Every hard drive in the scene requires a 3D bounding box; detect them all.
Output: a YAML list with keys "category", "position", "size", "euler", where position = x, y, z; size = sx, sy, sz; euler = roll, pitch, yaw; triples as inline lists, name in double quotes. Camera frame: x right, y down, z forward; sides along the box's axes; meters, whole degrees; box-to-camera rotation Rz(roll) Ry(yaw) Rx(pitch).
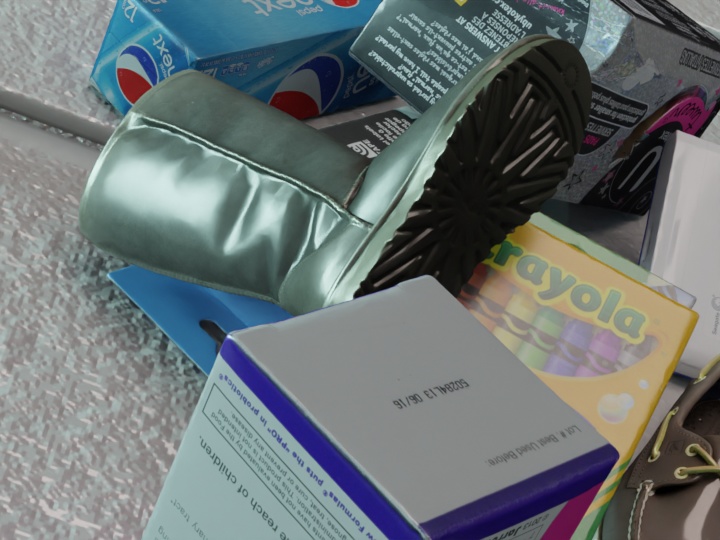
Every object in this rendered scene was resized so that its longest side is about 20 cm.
- category: "hard drive"
  position: [0.248, 0.016, 1.103]
  size: [0.198, 0.025, 0.133]
  euler: [19, 66, -9]

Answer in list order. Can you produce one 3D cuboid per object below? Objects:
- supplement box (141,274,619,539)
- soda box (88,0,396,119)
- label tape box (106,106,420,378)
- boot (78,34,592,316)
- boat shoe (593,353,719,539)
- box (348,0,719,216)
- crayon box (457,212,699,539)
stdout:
- category: "supplement box"
  position: [-0.013, 0.115, 0.697]
  size: [0.101, 0.201, 0.103]
  euler: [-15, 49, -45]
- category: "soda box"
  position: [-0.051, -0.126, 1.121]
  size: [0.068, 0.064, 0.199]
  euler: [43, 38, 24]
- category: "label tape box"
  position: [0.000, 0.000, 0.984]
  size: [0.144, 0.064, 0.199]
  euler: [42, 37, 24]
- category: "boot"
  position: [-0.016, -0.052, 0.899]
  size: [0.199, 0.182, 0.073]
  euler: [26, -22, 51]
- category: "boat shoe"
  position: [0.164, 0.100, 0.957]
  size: [0.072, 0.060, 0.200]
  euler: [31, 34, 8]
- category: "box"
  position: [0.110, -0.114, 1.116]
  size: [0.132, 0.115, 0.200]
  euler: [42, 17, 23]
- category: "crayon box"
  position: [0.062, 0.052, 0.879]
  size: [0.125, 0.052, 0.201]
  euler: [28, 64, 5]
